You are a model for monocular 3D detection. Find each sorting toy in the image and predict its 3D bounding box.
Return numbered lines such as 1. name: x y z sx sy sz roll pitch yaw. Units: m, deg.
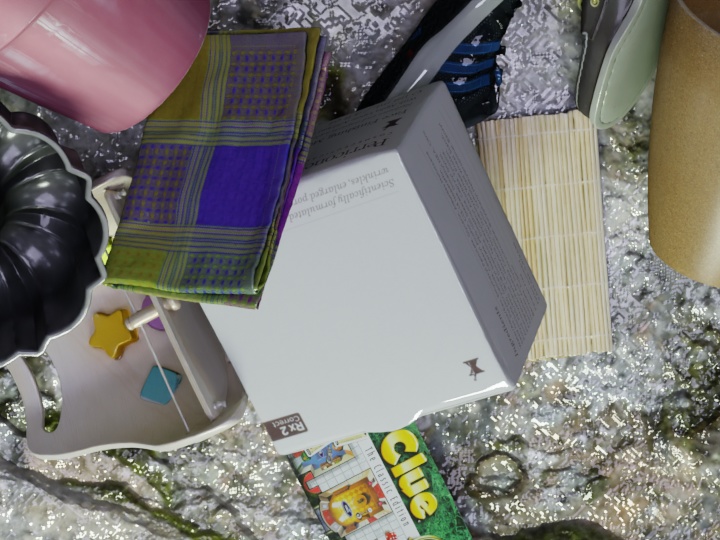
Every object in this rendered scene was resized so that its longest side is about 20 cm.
1. sorting toy: -0.194 0.050 1.648 0.179 0.107 0.201 -25 89 15

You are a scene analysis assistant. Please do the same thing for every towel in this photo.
1. towel: -0.102 -0.077 1.545 0.023 0.143 0.202 33 68 -55

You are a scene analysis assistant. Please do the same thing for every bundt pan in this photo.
1. bundt pan: -0.274 -0.034 1.544 0.200 0.076 0.203 -3 118 -6

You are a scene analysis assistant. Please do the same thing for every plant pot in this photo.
1. plant pot: -0.208 -0.196 1.531 0.179 0.200 0.200 37 98 -32
2. plant pot: 0.290 -0.094 1.649 0.185 0.187 0.201 10 119 -11

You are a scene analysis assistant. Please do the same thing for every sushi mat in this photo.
1. sushi mat: 0.143 -0.024 1.719 0.095 0.012 0.202 -8 107 -7

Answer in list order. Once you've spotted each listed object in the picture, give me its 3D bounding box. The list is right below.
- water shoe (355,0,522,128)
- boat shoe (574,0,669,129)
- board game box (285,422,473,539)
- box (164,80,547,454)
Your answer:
1. water shoe: 0.076 -0.154 1.645 0.079 0.072 0.200 35 109 -19
2. boat shoe: 0.197 -0.206 1.651 0.071 0.060 0.203 -12 126 -52
3. board game box: 0.013 0.173 1.753 0.104 0.023 0.201 -28 109 -2
4. box: 0.000 0.000 1.606 0.198 0.131 0.201 -18 111 24
